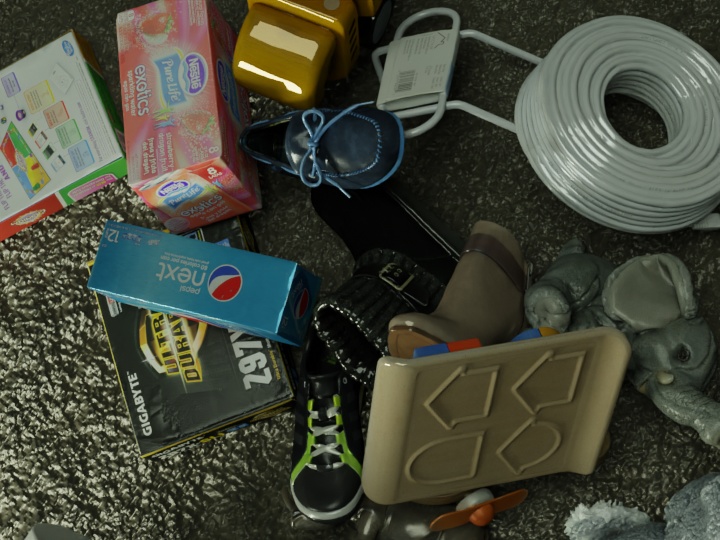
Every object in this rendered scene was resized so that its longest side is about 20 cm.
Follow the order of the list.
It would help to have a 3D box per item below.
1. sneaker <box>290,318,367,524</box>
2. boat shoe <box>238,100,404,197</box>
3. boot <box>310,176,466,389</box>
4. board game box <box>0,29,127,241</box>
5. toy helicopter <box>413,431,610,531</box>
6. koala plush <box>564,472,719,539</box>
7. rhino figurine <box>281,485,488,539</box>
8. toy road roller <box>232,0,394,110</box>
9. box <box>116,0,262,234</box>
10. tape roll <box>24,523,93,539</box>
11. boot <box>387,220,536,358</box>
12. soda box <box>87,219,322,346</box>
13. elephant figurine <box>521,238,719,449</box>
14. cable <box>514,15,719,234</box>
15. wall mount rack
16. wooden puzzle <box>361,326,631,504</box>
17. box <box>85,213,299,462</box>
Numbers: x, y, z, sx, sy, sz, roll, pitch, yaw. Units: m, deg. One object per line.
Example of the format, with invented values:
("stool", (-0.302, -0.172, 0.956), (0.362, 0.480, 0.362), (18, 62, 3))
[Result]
("sneaker", (-0.035, 0.124, 1.471), (0.072, 0.083, 0.200), (-8, 55, 14))
("boat shoe", (-0.039, -0.103, 1.459), (0.200, 0.068, 0.084), (-6, 82, 55))
("boot", (0.001, -0.001, 1.478), (0.211, 0.080, 0.158), (37, 55, 20))
("board game box", (-0.339, -0.127, 1.664), (0.200, 0.040, 0.153), (-26, 72, 9))
("toy helicopter", (0.118, 0.163, 1.445), (0.199, 0.079, 0.133), (-4, 56, 0))
("koala plush", (0.269, 0.238, 1.350), (0.200, 0.184, 0.178), (-21, 72, 23))
("rhino figurine", (0.019, 0.227, 1.469), (0.200, 0.060, 0.088), (18, 56, 20))
("toy road roller", (-0.050, -0.234, 1.483), (0.123, 0.200, 0.146), (21, 69, 11))
("box", (-0.162, -0.151, 1.562), (0.094, 0.103, 0.200), (-16, 58, 13))
("tape roll", (-0.238, 0.333, 1.450), (0.202, 0.203, 0.139), (32, 88, 20))
("boot", (0.090, 0.026, 1.397), (0.070, 0.200, 0.147), (6, 68, 28))
("soda box", (-0.142, 0.011, 1.510), (0.199, 0.064, 0.068), (13, 81, 23))
("elephant figurine", (0.244, 0.058, 1.410), (0.199, 0.141, 0.156), (6, 94, 24))
("cable", (0.236, -0.126, 1.440), (0.199, 0.069, 0.200), (-10, 68, -21))
("wall mount rack", (0.088, -0.161, 1.505), (0.173, 0.075, 0.200), (-8, 40, 18))
("wooden puzzle", (0.103, 0.110, 1.343), (0.199, 0.186, 0.046), (-5, 48, -11))
("box", (-0.156, 0.059, 1.567), (0.159, 0.049, 0.200), (-21, 73, 9))
